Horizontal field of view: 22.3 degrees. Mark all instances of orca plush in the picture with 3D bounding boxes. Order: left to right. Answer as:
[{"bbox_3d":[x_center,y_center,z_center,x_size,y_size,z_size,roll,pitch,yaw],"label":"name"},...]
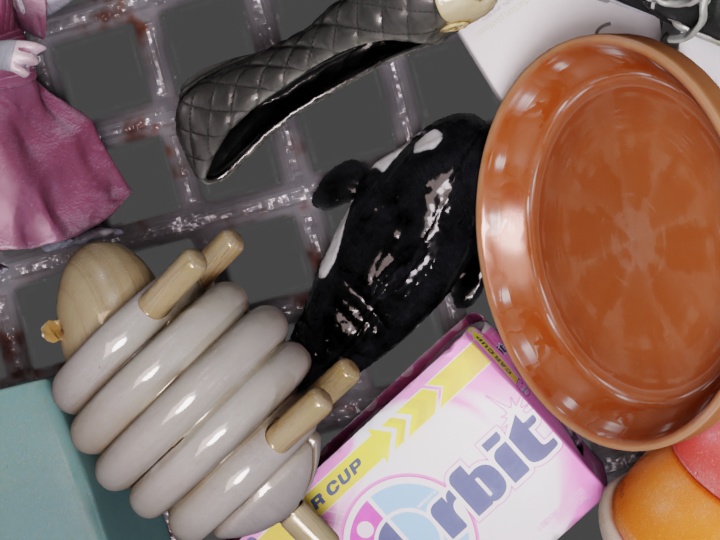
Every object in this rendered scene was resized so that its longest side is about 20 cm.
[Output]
[{"bbox_3d":[0.000,0.000,0.971,0.199,0.071,0.106,-36,92,9],"label":"orca plush"}]

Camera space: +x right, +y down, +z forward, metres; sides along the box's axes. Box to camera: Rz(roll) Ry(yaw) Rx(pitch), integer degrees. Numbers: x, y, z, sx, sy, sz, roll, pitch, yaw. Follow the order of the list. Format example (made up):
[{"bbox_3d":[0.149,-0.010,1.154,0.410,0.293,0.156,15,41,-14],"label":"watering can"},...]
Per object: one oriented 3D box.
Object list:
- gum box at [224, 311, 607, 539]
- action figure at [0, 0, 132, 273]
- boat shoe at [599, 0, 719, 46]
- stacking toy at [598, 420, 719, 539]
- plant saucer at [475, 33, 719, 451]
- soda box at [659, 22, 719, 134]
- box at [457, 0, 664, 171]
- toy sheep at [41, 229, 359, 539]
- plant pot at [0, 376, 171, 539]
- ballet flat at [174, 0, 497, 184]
[{"bbox_3d":[0.031,0.129,0.986,0.200,0.066,0.114,-43,93,8],"label":"gum box"},{"bbox_3d":[-0.198,-0.103,0.971,0.148,0.134,0.202,-12,99,26],"label":"action figure"},{"bbox_3d":[0.163,-0.134,0.831,0.198,0.068,0.074,30,97,-7],"label":"boat shoe"},{"bbox_3d":[0.213,0.075,0.882,0.145,0.146,0.202,22,114,2],"label":"stacking toy"},{"bbox_3d":[0.129,-0.014,0.889,0.032,0.199,0.203,-10,98,-34],"label":"plant saucer"},{"bbox_3d":[0.191,-0.161,0.902,0.063,0.068,0.202,9,96,0],"label":"soda box"},{"bbox_3d":[0.153,-0.097,0.963,0.144,0.036,0.201,-33,94,8],"label":"box"},{"bbox_3d":[-0.079,0.067,0.921,0.138,0.138,0.200,-41,86,9],"label":"toy sheep"},{"bbox_3d":[-0.175,0.163,0.978,0.140,0.141,0.202,-13,88,7],"label":"plant pot"},{"bbox_3d":[-0.011,-0.103,0.948,0.199,0.066,0.057,-23,74,28],"label":"ballet flat"}]
